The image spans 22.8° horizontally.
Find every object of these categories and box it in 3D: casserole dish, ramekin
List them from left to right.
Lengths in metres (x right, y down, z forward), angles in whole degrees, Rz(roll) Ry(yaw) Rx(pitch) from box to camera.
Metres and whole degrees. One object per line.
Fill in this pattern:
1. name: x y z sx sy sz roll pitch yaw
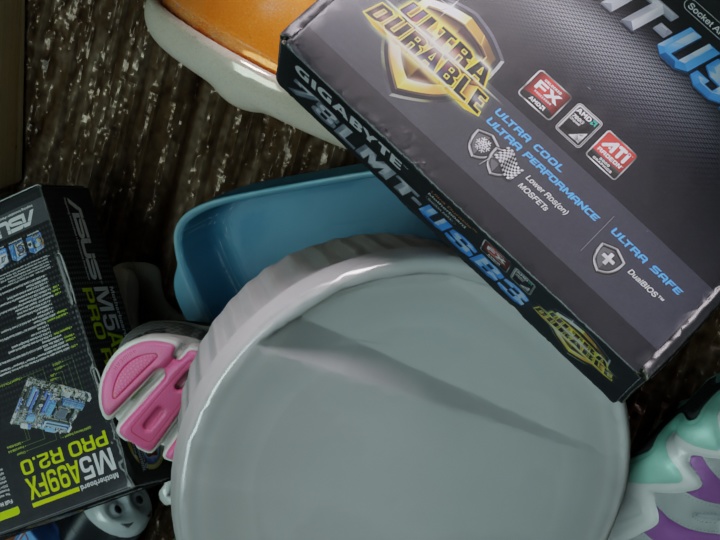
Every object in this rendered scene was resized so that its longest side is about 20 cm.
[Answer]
1. casserole dish: 0.000 0.000 0.876 0.200 0.039 0.121 -8 120 31
2. ramekin: 0.011 0.075 0.789 0.202 0.094 0.203 -5 110 -13

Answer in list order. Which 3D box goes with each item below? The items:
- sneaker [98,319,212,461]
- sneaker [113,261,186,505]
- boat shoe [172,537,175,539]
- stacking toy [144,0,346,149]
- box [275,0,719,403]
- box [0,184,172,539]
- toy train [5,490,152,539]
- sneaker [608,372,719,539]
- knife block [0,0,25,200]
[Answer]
1. sneaker: -0.035 0.070 0.876 0.200 0.087 0.074 20 102 -17
2. sneaker: -0.081 0.078 0.943 0.200 0.075 0.081 43 110 9
3. boat shoe: -0.113 0.216 0.999 0.073 0.065 0.200 37 121 4
4. stacking toy: 0.004 -0.162 0.802 0.146 0.146 0.200 30 102 17
5. box: 0.103 -0.084 0.731 0.200 0.198 0.050 44 164 9
6. box: -0.208 0.063 0.927 0.200 0.044 0.160 -22 82 24
7. toy train: -0.186 0.156 1.005 0.114 0.087 0.200 48 123 15
8. sneaker: 0.169 0.139 0.828 0.140 0.078 0.200 46 130 6
9. knife block: -0.219 -0.074 0.970 0.200 0.064 0.176 -36 88 31
